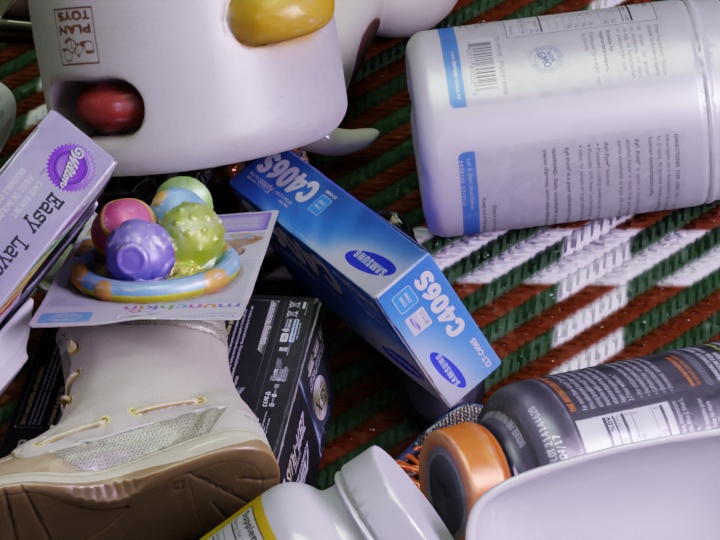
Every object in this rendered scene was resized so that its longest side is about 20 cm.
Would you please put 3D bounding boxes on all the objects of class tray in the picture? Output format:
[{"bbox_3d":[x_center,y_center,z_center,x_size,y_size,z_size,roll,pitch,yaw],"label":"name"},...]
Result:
[{"bbox_3d":[-0.238,0.099,1.662,0.022,0.200,0.107,39,50,-1],"label":"tray"}]

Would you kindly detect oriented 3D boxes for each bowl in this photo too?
[{"bbox_3d":[0.158,0.188,1.517,0.199,0.075,0.201,-12,83,-4],"label":"bowl"}]

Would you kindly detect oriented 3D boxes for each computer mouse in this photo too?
[{"bbox_3d":[0.032,0.022,1.811,0.058,0.034,0.200,-13,41,-7],"label":"computer mouse"}]

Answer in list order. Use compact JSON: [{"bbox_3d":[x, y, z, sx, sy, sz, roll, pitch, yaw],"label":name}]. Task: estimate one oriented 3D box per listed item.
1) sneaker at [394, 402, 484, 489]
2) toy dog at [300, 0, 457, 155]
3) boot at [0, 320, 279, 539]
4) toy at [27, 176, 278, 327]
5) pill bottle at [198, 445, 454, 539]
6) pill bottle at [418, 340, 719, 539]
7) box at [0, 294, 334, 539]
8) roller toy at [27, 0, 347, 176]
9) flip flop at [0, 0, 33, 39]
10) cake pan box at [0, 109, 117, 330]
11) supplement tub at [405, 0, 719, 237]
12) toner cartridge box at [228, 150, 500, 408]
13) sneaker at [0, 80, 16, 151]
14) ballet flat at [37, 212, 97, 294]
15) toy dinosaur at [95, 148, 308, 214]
[{"bbox_3d":[0.024,0.137,1.643,0.075,0.079,0.200,19,47,26],"label":"sneaker"},{"bbox_3d":[-0.018,-0.185,1.983,0.200,0.140,0.194,-33,60,-28],"label":"toy dog"},{"bbox_3d":[-0.155,0.087,1.601,0.199,0.072,0.155,-13,39,-7],"label":"boot"},{"bbox_3d":[-0.114,-0.018,1.662,0.115,0.047,0.200,-3,14,6],"label":"toy"},{"bbox_3d":[-0.048,0.182,1.522,0.200,0.112,0.113,-36,42,6],"label":"pill bottle"},{"bbox_3d":[0.134,0.104,1.619,0.199,0.107,0.106,-10,39,-22],"label":"pill bottle"},{"bbox_3d":[-0.113,0.108,1.689,0.163,0.086,0.200,2,41,10],"label":"box"},{"bbox_3d":[-0.105,-0.140,1.799,0.181,0.140,0.200,-10,11,-2],"label":"roller toy"},{"bbox_3d":[-0.224,-0.204,2.089,0.199,0.058,0.081,-2,41,6],"label":"flip flop"},{"bbox_3d":[-0.211,0.011,1.603,0.052,0.184,0.200,38,76,-4],"label":"cake pan box"},{"bbox_3d":[0.132,-0.096,1.860,0.199,0.132,0.132,-6,40,-1],"label":"supplement tub"},{"bbox_3d":[0.000,0.000,1.756,0.043,0.095,0.200,-41,33,-8],"label":"toner cartridge box"},{"bbox_3d":[-0.260,-0.044,1.877,0.115,0.076,0.201,10,50,42],"label":"sneaker"},{"bbox_3d":[-0.161,0.003,1.782,0.199,0.072,0.072,23,40,-11],"label":"ballet flat"},{"bbox_3d":[-0.131,-0.036,1.879,0.199,0.102,0.136,-27,25,10],"label":"toy dinosaur"}]
